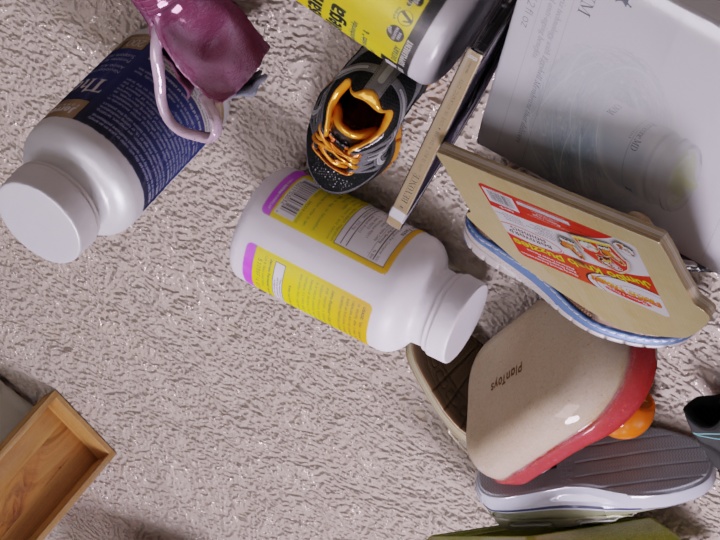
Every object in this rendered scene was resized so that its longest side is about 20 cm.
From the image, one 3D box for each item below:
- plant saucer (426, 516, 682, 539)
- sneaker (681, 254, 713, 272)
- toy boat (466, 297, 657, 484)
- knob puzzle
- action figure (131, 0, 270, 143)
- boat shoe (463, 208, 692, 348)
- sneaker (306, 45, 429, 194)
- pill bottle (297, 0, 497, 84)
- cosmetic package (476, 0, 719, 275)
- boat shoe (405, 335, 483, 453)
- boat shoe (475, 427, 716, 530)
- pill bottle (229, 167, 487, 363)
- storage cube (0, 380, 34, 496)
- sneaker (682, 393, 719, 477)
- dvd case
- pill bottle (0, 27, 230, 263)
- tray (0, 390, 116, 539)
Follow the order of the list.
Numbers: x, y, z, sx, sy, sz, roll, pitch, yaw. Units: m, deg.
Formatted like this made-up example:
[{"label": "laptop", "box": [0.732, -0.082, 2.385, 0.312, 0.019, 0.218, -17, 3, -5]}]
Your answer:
[{"label": "plant saucer", "box": [0.156, 0.244, 1.692, 0.200, 0.200, 0.048, -11, 83, 54]}, {"label": "sneaker", "box": [0.249, -0.036, 1.382, 0.200, 0.074, 0.080, 4, 90, 20]}, {"label": "toy boat", "box": [0.178, 0.099, 1.572, 0.131, 0.131, 0.200, 16, 151, -20]}, {"label": "knob puzzle", "box": [0.159, -0.015, 1.341, 0.220, 0.030, 0.220, 30, 166, 8]}, {"label": "action figure", "box": [-0.158, -0.215, 1.492, 0.134, 0.149, 0.200, 9, 149, 43]}, {"label": "boat shoe", "box": [0.167, -0.010, 1.480, 0.200, 0.072, 0.072, 27, 141, 17]}, {"label": "sneaker", "box": [-0.005, -0.115, 1.515, 0.078, 0.077, 0.200, 34, 146, 4]}, {"label": "pill bottle", "box": [-0.003, -0.226, 1.360, 0.200, 0.112, 0.112, 35, 144, 6]}, {"label": "cosmetic package", "box": [0.203, -0.134, 1.273, 0.200, 0.123, 0.199, 29, 143, 12]}, {"label": "boat shoe", "box": [0.099, 0.122, 1.687, 0.200, 0.072, 0.065, 47, 156, -21]}, {"label": "boat shoe", "box": [0.197, 0.176, 1.632, 0.200, 0.072, 0.062, -5, 141, 17]}, {"label": "pill bottle", "box": [0.000, 0.000, 1.610, 0.200, 0.104, 0.104, 27, 143, 16]}, {"label": "storage cube", "box": [-0.471, 0.215, 2.185, 0.171, 0.200, 0.180, 41, 138, -2]}, {"label": "sneaker", "box": [0.320, 0.110, 1.475, 0.079, 0.075, 0.200, 48, 143, -8]}, {"label": "dvd case", "box": [0.078, -0.135, 1.357, 0.016, 0.149, 0.200, 29, 144, 4]}, {"label": "pill bottle", "box": [-0.203, -0.100, 1.598, 0.111, 0.200, 0.111, 23, 141, 20]}, {"label": "tray", "box": [-0.359, 0.233, 2.096, 0.099, 0.200, 0.037, 48, 144, -13]}]
